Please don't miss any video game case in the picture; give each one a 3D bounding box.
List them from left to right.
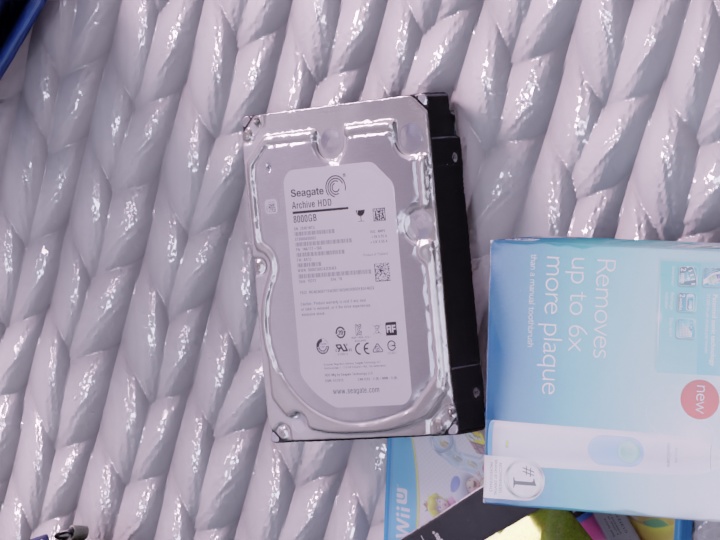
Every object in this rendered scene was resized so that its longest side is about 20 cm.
[{"bbox_3d":[0.101,0.156,1.654,0.200,0.018,0.143,10,106,33],"label":"video game case"}]

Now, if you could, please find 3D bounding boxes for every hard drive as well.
[{"bbox_3d":[0.000,0.000,1.670,0.140,0.038,0.200,-4,91,35],"label":"hard drive"}]

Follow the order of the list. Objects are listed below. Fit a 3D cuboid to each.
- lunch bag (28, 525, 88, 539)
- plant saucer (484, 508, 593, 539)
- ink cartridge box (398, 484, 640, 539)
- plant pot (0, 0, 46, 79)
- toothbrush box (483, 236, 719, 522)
[{"bbox_3d":[-0.216,0.278,1.831,0.168,0.139,0.200,-18,89,19],"label":"lunch bag"},{"bbox_3d":[0.086,0.256,1.588,0.200,0.048,0.200,-31,111,21],"label":"plant saucer"},{"bbox_3d":[0.074,0.181,1.648,0.200,0.037,0.095,-37,77,36],"label":"ink cartridge box"},{"bbox_3d":[-0.321,-0.176,1.780,0.200,0.180,0.200,46,122,19],"label":"plant pot"},{"bbox_3d":[0.173,0.058,1.515,0.200,0.085,0.147,4,94,22],"label":"toothbrush box"}]
